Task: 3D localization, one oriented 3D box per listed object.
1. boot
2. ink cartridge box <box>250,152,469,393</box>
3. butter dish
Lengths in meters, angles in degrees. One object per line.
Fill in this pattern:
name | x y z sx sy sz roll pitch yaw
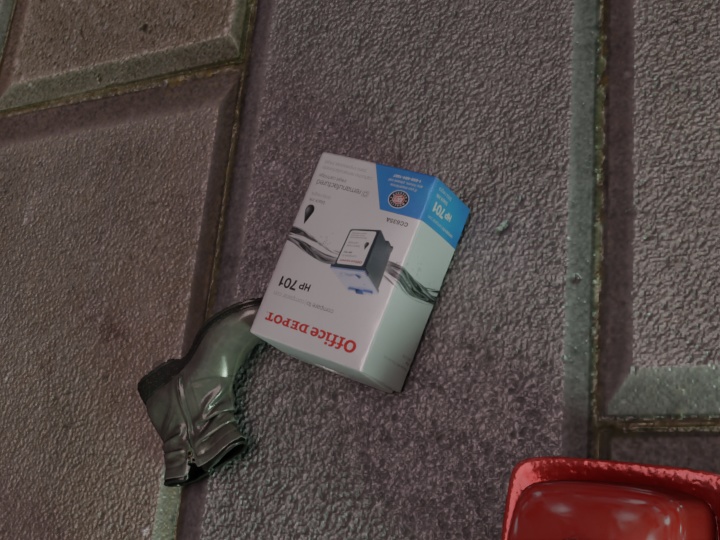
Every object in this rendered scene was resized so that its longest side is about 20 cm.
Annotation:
boot | -0.141 0.130 1.080 0.200 0.068 0.131 -40 59 20
ink cartridge box | 0.000 0.000 1.034 0.146 0.086 0.201 15 77 33
butter dish | 0.179 0.236 0.796 0.198 0.148 0.202 0 70 29
